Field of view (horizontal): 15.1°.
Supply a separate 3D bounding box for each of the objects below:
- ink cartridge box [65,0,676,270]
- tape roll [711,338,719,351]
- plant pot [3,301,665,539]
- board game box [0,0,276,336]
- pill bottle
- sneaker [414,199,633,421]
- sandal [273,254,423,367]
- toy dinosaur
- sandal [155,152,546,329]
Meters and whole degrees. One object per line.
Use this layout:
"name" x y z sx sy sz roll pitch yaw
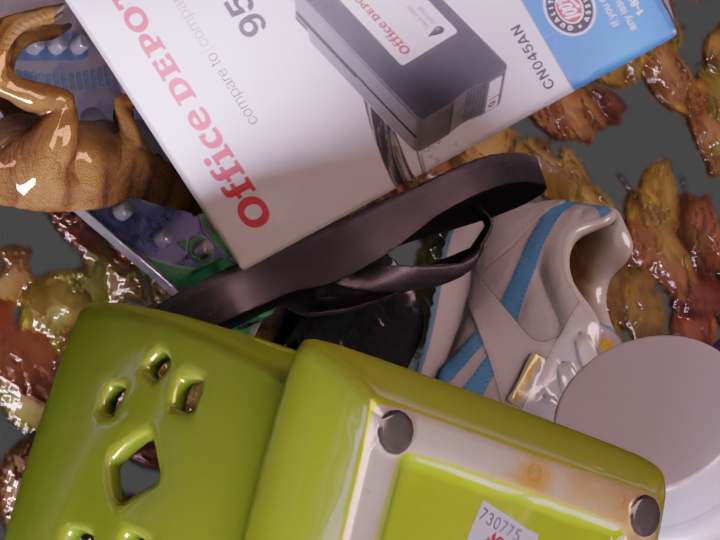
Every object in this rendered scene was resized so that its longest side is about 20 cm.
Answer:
"ink cartridge box" 0.002 -0.114 1.059 0.145 0.199 0.084 57 13 -18
"tape roll" 0.251 0.090 1.268 0.085 0.200 0.200 -37 97 -43
"plant pot" -0.008 0.131 1.006 0.200 0.181 0.200 22 76 -33
"board game box" -0.080 -0.102 1.187 0.200 0.026 0.200 42 49 -19
"pill bottle" 0.147 0.120 1.170 0.200 0.112 0.112 65 36 -44
"sneaker" 0.074 0.055 1.201 0.077 0.080 0.201 45 45 -50
"sandal" -0.017 0.063 1.153 0.075 0.048 0.201 39 50 -22
"toy dinosaur" -0.132 -0.046 1.069 0.199 0.060 0.107 -8 86 -34
"sandal" -0.001 0.000 1.149 0.200 0.076 0.043 -25 86 -34
